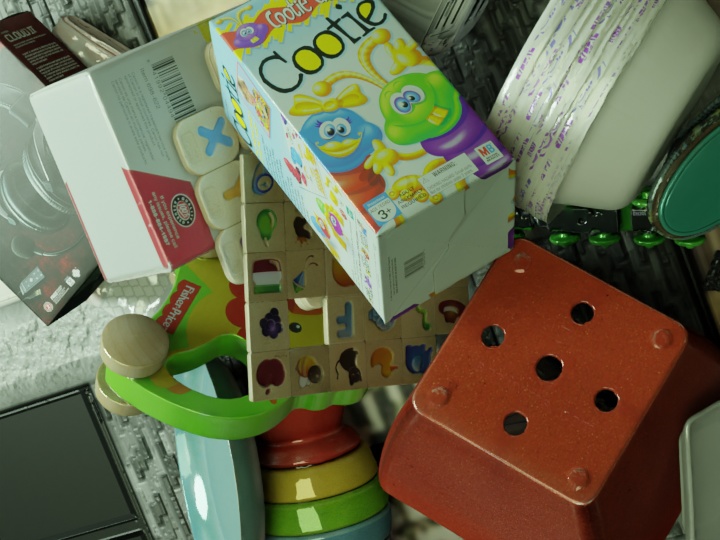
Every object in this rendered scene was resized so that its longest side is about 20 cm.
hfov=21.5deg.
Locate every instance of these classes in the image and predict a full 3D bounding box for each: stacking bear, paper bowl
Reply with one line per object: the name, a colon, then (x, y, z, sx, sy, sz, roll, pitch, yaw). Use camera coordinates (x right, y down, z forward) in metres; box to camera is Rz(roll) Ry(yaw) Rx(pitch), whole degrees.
stacking bear: (-0.038, 0.159, 1.444, 0.113, 0.121, 0.201, -13, 100, -11)
paper bowl: (0.164, -0.121, 1.236, 0.104, 0.201, 0.201, 32, 114, 8)

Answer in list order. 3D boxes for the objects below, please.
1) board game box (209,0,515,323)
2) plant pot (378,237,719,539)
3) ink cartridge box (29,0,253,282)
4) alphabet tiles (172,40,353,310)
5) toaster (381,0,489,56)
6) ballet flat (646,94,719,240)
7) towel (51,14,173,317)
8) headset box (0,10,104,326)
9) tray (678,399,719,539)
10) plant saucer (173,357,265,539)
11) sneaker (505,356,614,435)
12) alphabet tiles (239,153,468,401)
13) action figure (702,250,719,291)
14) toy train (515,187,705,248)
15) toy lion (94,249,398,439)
board game box: (0.001, -0.086, 1.208, 0.103, 0.105, 0.200, -30, 61, -15)
plant pot: (0.130, 0.090, 1.269, 0.199, 0.176, 0.201, 29, 78, 17)
ink cartridge box: (-0.111, -0.097, 1.338, 0.083, 0.200, 0.146, -12, 103, 49)
alphabet tiles: (-0.039, -0.080, 1.332, 0.015, 0.195, 0.201, -10, 104, 49)
toaster: (0.043, -0.244, 1.294, 0.129, 0.114, 0.201, 29, 111, 5)
ballet flat: (0.261, -0.102, 1.259, 0.200, 0.074, 0.074, -43, 89, 2)
towel: (-0.194, -0.067, 1.474, 0.190, 0.032, 0.201, 32, 113, 8)
headset box: (-0.251, -0.085, 1.430, 0.200, 0.077, 0.149, 44, 114, 1)
tray: (0.268, 0.120, 1.282, 0.022, 0.199, 0.108, 7, 109, 41)
plant saucer: (-0.107, 0.152, 1.443, 0.027, 0.200, 0.201, -9, 106, -17)
sneaker: (0.142, 0.100, 1.384, 0.199, 0.075, 0.087, 7, 103, 17)
alphabet tiles: (0.000, 0.000, 1.337, 0.008, 0.199, 0.168, 0, 93, 51)
action figure: (0.334, 0.016, 1.273, 0.199, 0.102, 0.120, 21, 100, 14)
toy train: (0.157, -0.042, 1.342, 0.199, 0.056, 0.042, 1, 112, 20)
toy lion: (-0.069, 0.045, 1.373, 0.191, 0.200, 0.069, 24, 139, 6)
